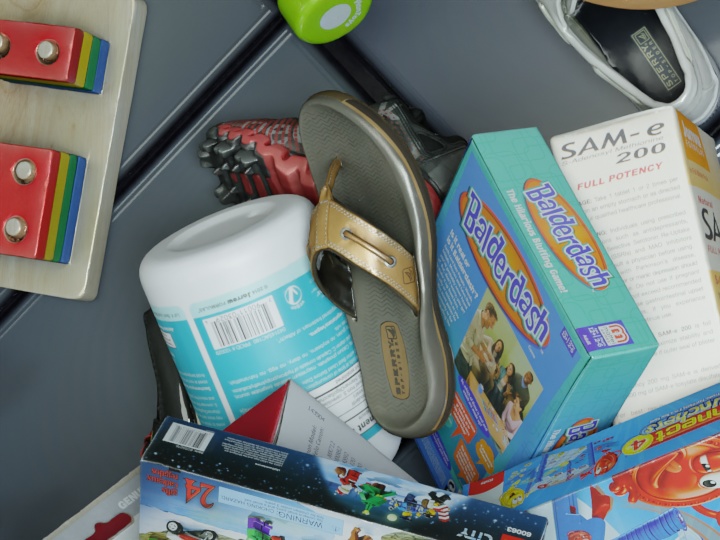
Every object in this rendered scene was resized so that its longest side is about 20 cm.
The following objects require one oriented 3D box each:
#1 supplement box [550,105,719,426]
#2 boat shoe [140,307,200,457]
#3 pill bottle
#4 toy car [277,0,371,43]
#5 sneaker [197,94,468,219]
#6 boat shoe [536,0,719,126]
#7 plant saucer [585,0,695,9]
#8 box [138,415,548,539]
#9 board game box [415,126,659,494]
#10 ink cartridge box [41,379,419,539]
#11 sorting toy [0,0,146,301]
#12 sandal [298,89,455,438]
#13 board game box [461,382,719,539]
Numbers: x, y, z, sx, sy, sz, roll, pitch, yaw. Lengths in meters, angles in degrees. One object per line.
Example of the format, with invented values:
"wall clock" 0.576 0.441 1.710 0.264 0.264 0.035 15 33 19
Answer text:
"supplement box" 0.173 0.020 1.160 0.073 0.126 0.200 -15 81 18
"boat shoe" -0.106 0.115 1.281 0.063 0.074 0.202 -14 84 10
"pill bottle" -0.045 0.065 1.224 0.111 0.111 0.200 -16 105 18
"toy car" -0.003 -0.268 1.252 0.200 0.158 0.164 -33 65 3
"sneaker" -0.010 -0.063 1.266 0.200 0.071 0.098 15 46 42
"boat shoe" 0.135 -0.165 1.224 0.072 0.066 0.200 -35 74 14
"plant saucer" 0.155 -0.247 1.195 0.200 0.037 0.200 2 73 -5
"box" -0.013 0.160 1.058 0.200 0.038 0.137 14 127 11
"board game box" 0.079 0.044 1.152 0.152 0.045 0.200 65 151 31
"ink cartridge box" -0.079 0.157 1.163 0.176 0.084 0.200 41 124 -19
"sorting toy" -0.257 -0.095 1.360 0.199 0.070 0.200 9 88 21
"sandal" 0.000 0.000 1.157 0.082 0.055 0.200 0 103 48
"board game box" 0.181 0.167 1.077 0.196 0.056 0.200 -25 108 17
